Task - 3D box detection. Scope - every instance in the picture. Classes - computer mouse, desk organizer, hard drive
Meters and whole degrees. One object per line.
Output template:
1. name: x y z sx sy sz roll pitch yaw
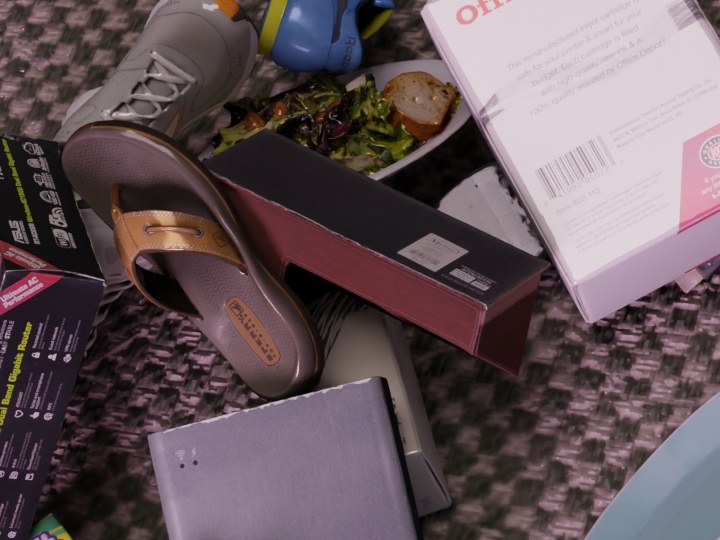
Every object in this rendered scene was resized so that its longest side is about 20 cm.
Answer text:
1. computer mouse: 0.147 -0.030 1.787 0.200 0.046 0.141 -36 69 -2
2. desk organizer: 0.000 0.000 1.697 0.199 0.077 0.072 26 33 24
3. hard drive: -0.030 0.173 1.662 0.139 0.033 0.201 -15 82 11

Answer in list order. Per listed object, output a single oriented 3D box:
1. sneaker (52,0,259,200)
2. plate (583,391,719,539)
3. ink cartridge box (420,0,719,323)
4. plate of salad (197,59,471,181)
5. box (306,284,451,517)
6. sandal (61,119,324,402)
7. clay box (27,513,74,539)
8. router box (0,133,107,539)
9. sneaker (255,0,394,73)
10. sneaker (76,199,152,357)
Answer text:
1. sneaker: -0.136 -0.097 1.857 0.076 0.200 0.092 39 43 -6
2. plate: 0.182 0.126 1.605 0.026 0.200 0.200 43 74 -9
3. ink cartridge box: 0.145 -0.095 1.738 0.146 0.083 0.201 -28 70 1
4. plate of salad: -0.021 -0.091 1.841 0.199 0.048 0.200 -18 24 8
5. box: -0.012 0.057 1.766 0.082 0.068 0.201 -21 52 5
6. sandal: -0.101 -0.002 1.687 0.200 0.082 0.055 53 42 4
7. clay box: -0.181 0.230 1.726 0.115 0.048 0.200 -38 53 -8
8. router box: -0.215 0.042 1.746 0.062 0.201 0.150 7 30 -22
9. sneaker: -0.014 -0.182 1.921 0.078 0.066 0.200 17 32 -1
10. sneaker: -0.160 0.018 1.826 0.200 0.075 0.116 -6 81 50
